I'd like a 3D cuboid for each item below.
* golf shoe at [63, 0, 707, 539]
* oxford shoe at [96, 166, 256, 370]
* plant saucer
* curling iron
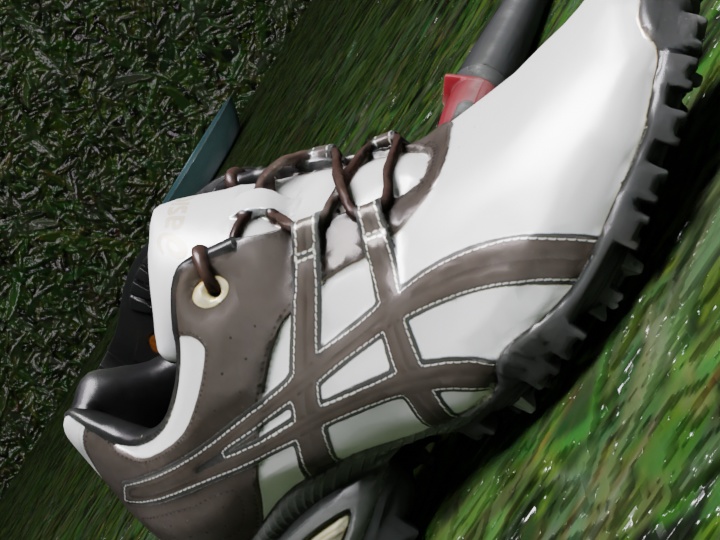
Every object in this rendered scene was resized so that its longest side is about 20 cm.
[{"bbox_3d":[0.000,0.000,0.457,0.201,0.094,0.078,-53,8,26],"label":"golf shoe"},{"bbox_3d":[-0.097,0.012,1.124,0.201,0.072,0.085,-54,7,29],"label":"oxford shoe"},{"bbox_3d":[-0.206,-0.129,2.537,0.201,0.036,0.200,-56,8,12],"label":"plant saucer"},{"bbox_3d":[0.034,-0.051,0.690,0.050,0.025,0.201,-46,14,46],"label":"curling iron"}]
